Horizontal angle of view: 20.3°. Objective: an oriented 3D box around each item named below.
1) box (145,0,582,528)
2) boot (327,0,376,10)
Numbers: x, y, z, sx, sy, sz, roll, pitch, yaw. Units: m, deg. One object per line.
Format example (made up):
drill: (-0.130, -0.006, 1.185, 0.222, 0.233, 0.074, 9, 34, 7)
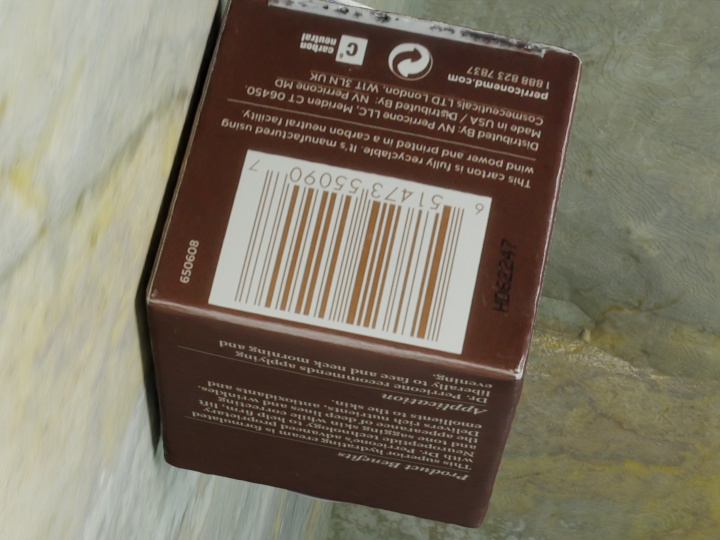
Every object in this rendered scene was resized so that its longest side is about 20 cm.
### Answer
box: (0.000, 0.000, 0.942, 0.200, 0.166, 0.164, 97, 5, -64)
boot: (-0.020, -0.118, 1.213, 0.200, 0.073, 0.090, -12, 123, -79)
